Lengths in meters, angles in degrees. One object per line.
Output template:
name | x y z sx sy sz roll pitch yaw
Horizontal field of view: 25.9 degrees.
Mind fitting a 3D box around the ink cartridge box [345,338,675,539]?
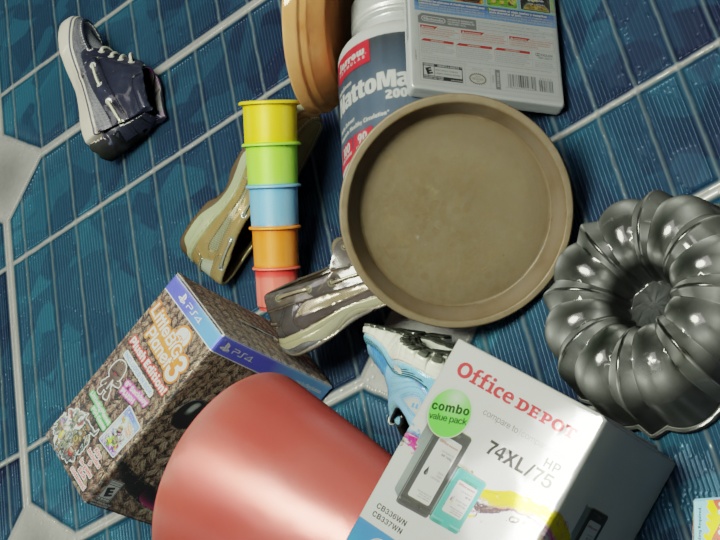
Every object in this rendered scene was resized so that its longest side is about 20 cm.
ink cartridge box | 0.111 0.184 1.188 0.147 0.146 0.200 27 87 37

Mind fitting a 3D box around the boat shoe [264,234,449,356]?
boat shoe | 0.000 0.000 1.395 0.200 0.073 0.075 -33 7 6

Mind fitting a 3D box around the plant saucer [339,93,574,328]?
plant saucer | 0.081 -0.051 1.335 0.200 0.200 0.029 -53 5 6

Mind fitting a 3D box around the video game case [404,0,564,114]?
video game case | 0.109 -0.238 1.418 0.018 0.143 0.200 120 153 -60

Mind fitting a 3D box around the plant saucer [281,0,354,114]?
plant saucer | -0.026 -0.250 1.494 0.037 0.200 0.201 4 71 15

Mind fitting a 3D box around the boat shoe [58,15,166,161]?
boat shoe | -0.276 -0.223 1.770 0.093 0.075 0.200 -29 61 18

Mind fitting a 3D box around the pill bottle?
pill bottle | 0.039 -0.161 1.440 0.119 0.120 0.200 -22 57 30

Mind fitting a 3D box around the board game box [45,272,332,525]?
board game box | -0.156 0.129 1.434 0.200 0.159 0.097 -50 48 10

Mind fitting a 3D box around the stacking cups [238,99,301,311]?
stacking cups | -0.087 -0.062 1.490 0.060 0.060 0.201 3 94 40

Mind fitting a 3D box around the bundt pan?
bundt pan | 0.228 0.024 1.226 0.202 0.076 0.202 -18 58 32

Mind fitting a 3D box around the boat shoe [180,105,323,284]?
boat shoe | -0.093 -0.072 1.551 0.076 0.072 0.200 45 108 28

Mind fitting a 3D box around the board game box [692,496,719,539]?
board game box | 0.333 0.205 1.032 0.200 0.105 0.103 -11 63 36

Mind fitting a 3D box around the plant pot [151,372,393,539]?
plant pot | -0.043 0.207 1.294 0.177 0.200 0.201 22 84 35

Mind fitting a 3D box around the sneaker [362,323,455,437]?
sneaker | 0.039 0.096 1.301 0.200 0.078 0.090 -142 61 -81
